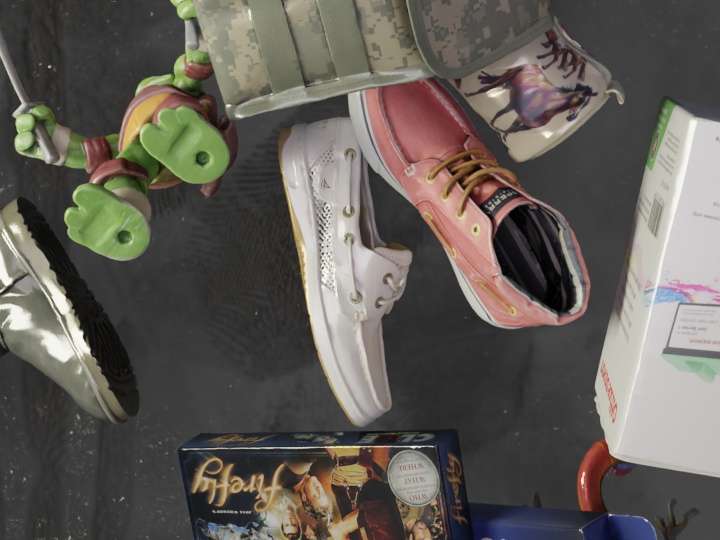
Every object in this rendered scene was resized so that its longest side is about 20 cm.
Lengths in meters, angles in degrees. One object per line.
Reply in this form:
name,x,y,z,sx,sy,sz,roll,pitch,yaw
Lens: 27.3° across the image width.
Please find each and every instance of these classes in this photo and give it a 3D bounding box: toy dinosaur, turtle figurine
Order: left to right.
turtle figurine,-0.147,-0.108,0.882,0.142,0.194,0.202,-13,118,-4
toy dinosaur,0.188,0.196,0.934,0.104,0.200,0.182,-31,127,-3

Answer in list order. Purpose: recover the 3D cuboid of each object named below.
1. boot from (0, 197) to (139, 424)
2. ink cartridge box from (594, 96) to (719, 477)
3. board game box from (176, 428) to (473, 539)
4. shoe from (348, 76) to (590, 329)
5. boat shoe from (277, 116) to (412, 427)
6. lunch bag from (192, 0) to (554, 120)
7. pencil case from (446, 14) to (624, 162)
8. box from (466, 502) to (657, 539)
boot,-0.269,0.069,1.009,0.199,0.073,0.183,-33,80,6
ink cartridge box,0.205,0.006,0.893,0.083,0.145,0.203,12,102,3
board game box,-0.021,0.175,0.978,0.198,0.035,0.137,-5,100,29
shoe,0.070,-0.052,0.917,0.071,0.091,0.201,-35,100,-17
boat shoe,0.000,0.000,0.959,0.068,0.071,0.203,-12,97,10
lunch bag,0.004,-0.189,0.807,0.197,0.118,0.166,-11,118,8
pencil case,0.074,-0.162,0.915,0.089,0.078,0.201,-38,93,35
box,0.113,0.210,0.939,0.199,0.032,0.123,-7,100,50
